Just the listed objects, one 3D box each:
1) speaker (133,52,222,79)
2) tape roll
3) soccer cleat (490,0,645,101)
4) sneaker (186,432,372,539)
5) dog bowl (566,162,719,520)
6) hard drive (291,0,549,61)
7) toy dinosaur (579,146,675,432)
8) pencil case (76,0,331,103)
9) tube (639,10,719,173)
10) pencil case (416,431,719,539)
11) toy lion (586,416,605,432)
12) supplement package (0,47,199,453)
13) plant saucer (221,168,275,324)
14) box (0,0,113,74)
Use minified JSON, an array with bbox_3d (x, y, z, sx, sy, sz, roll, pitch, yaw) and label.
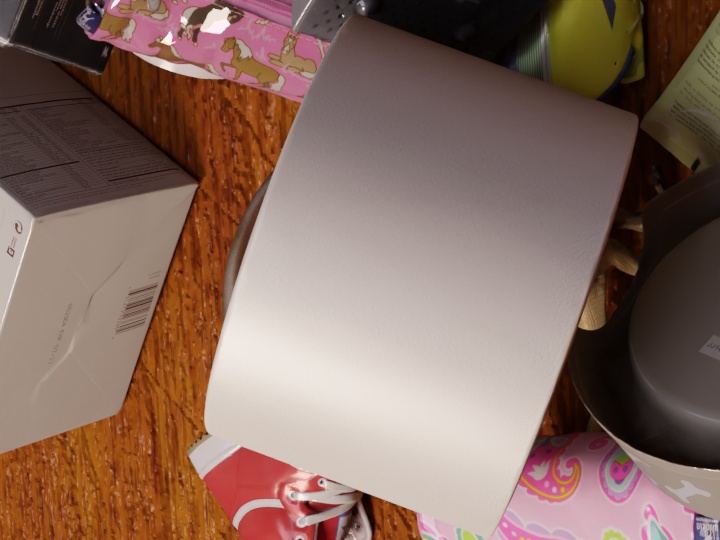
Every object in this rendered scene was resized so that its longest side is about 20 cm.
[{"bbox_3d":[-0.074,-0.210,1.003,0.081,0.081,0.201,36,120,28],"label":"speaker"},{"bbox_3d":[0.028,0.002,0.820,0.138,0.203,0.204,19,115,3],"label":"tape roll"},{"bbox_3d":[0.118,-0.139,0.930,0.083,0.065,0.201,24,114,0],"label":"soccer cleat"},{"bbox_3d":[-0.012,0.110,1.075,0.200,0.071,0.113,-37,78,39],"label":"sneaker"},{"bbox_3d":[0.194,0.029,0.819,0.199,0.201,0.059,7,139,38],"label":"dog bowl"},{"bbox_3d":[0.062,-0.179,0.834,0.200,0.134,0.043,-48,51,33],"label":"hard drive"},{"bbox_3d":[0.113,-0.013,0.938,0.100,0.058,0.201,-21,108,20],"label":"toy dinosaur"},{"bbox_3d":[-0.045,-0.129,0.953,0.198,0.087,0.083,19,127,-14],"label":"pencil case"},{"bbox_3d":[0.204,-0.125,0.863,0.058,0.051,0.201,-97,27,-52],"label":"tube"},{"bbox_3d":[0.120,0.122,0.905,0.199,0.087,0.088,-1,99,47],"label":"pencil case"},{"bbox_3d":[0.192,0.131,0.924,0.192,0.068,0.201,53,127,27],"label":"toy lion"},{"bbox_3d":[-0.243,-0.022,1.185,0.200,0.146,0.192,39,122,26],"label":"supplement package"},{"bbox_3d":[0.000,0.000,1.004,0.199,0.037,0.202,-10,69,27],"label":"plant saucer"},{"bbox_3d":[-0.170,-0.221,0.973,0.103,0.182,0.202,23,93,6],"label":"box"}]
